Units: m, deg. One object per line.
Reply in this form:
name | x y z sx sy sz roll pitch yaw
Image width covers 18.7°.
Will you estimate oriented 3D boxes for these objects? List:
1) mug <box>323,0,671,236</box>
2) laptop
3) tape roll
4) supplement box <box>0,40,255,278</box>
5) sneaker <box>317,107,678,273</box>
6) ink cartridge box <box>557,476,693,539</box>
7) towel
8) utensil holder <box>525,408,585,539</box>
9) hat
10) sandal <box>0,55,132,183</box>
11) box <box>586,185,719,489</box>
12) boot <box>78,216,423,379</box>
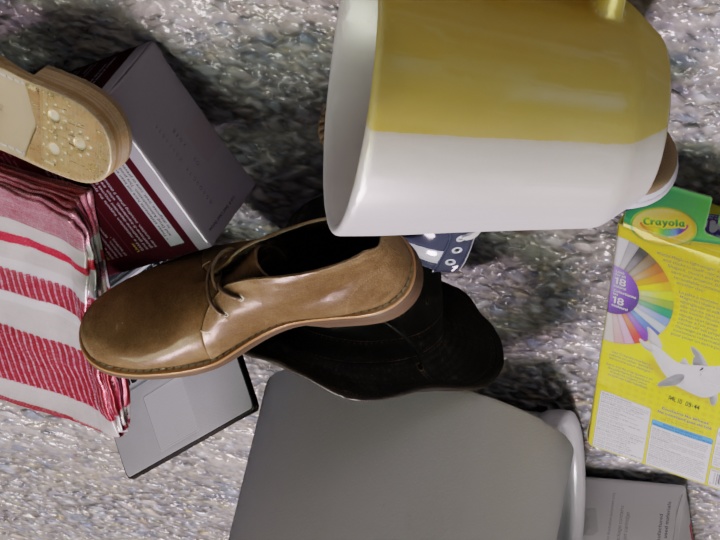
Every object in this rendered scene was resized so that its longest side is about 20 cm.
mug | 0.071 -0.089 1.056 0.152 0.150 0.187 7 161 -9
laptop | -0.184 0.032 1.416 0.116 0.201 0.187 -13 169 -35
tape roll | 0.022 0.157 1.356 0.202 0.140 0.203 11 162 4
supplement box | -0.170 -0.051 1.267 0.199 0.061 0.109 -14 121 40
sneaker | 0.083 -0.047 1.202 0.199 0.070 0.109 8 149 22
ink cartridge box | 0.149 0.216 1.676 0.199 0.085 0.146 5 154 15
towel | -0.211 0.013 1.294 0.143 0.023 0.201 15 137 20
utensil holder | 0.046 0.173 1.546 0.199 0.171 0.170 5 153 17
hat | 0.000 0.000 1.295 0.200 0.201 0.081 13 112 -4
sandal | -0.228 -0.085 1.185 0.211 0.070 0.078 17 126 27
box | 0.199 0.034 1.261 0.117 0.048 0.201 18 134 17
boot | -0.071 0.007 1.203 0.199 0.074 0.075 -15 158 13
